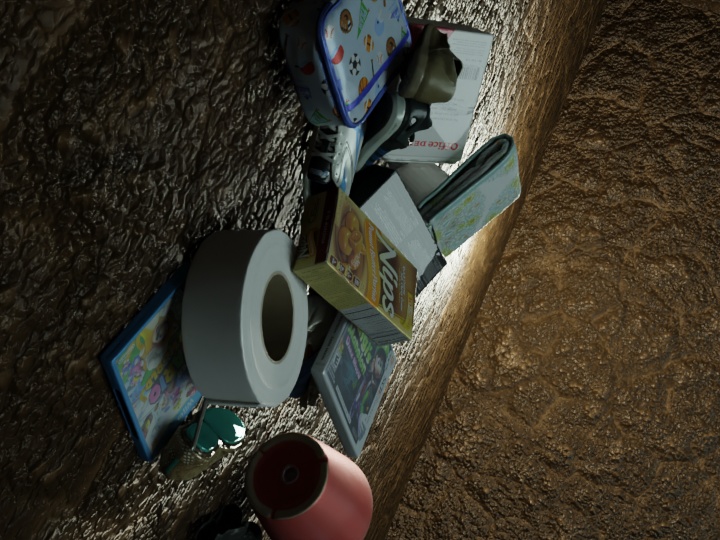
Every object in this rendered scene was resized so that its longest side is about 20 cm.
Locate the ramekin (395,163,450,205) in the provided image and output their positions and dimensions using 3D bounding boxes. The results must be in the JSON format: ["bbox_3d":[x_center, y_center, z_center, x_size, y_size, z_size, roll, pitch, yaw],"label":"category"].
[{"bbox_3d":[0.092,-0.093,1.303,0.200,0.098,0.201,-31,153,-18],"label":"ramekin"}]

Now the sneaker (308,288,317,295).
[{"bbox_3d":[-0.053,0.046,1.183,0.081,0.074,0.201,-31,137,-58],"label":"sneaker"}]

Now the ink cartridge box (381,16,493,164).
[{"bbox_3d":[0.098,-0.269,1.139,0.145,0.085,0.201,-1,117,-26],"label":"ink cartridge box"}]

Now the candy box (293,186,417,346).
[{"bbox_3d":[0.000,0.000,0.973,0.200,0.055,0.116,43,43,-41],"label":"candy box"}]

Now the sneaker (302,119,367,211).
[{"bbox_3d":[-0.038,-0.158,0.986,0.073,0.072,0.201,-54,157,-56],"label":"sneaker"}]

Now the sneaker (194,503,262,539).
[{"bbox_3d":[-0.197,0.406,1.173,0.200,0.060,0.104,-9,123,-67],"label":"sneaker"}]

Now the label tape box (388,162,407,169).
[{"bbox_3d":[0.104,-0.240,1.338,0.144,0.063,0.200,-62,161,-21],"label":"label tape box"}]

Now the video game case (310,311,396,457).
[{"bbox_3d":[-0.003,0.131,1.060,0.200,0.023,0.182,72,32,-42],"label":"video game case"}]

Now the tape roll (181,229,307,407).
[{"bbox_3d":[-0.125,0.054,0.862,0.202,0.071,0.203,0,90,-75],"label":"tape roll"}]

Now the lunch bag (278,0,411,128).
[{"bbox_3d":[-0.008,-0.266,0.878,0.200,0.075,0.161,-57,140,-36],"label":"lunch bag"}]

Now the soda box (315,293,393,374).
[{"bbox_3d":[-0.012,0.107,1.168,0.063,0.071,0.200,-43,140,-21],"label":"soda box"}]

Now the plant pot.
[{"bbox_3d":[-0.093,0.365,1.251,0.201,0.200,0.177,-61,151,-24],"label":"plant pot"}]

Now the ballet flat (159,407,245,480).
[{"bbox_3d":[-0.200,0.216,0.943,0.065,0.071,0.200,-45,171,2],"label":"ballet flat"}]

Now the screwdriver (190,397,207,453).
[{"bbox_3d":[-0.169,0.116,0.887,0.029,0.028,0.201,39,51,-51],"label":"screwdriver"}]

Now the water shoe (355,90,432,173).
[{"bbox_3d":[0.033,-0.178,1.035,0.200,0.079,0.072,154,-61,-67],"label":"water shoe"}]

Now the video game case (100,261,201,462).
[{"bbox_3d":[-0.215,0.106,0.842,0.143,0.018,0.200,-56,159,-38],"label":"video game case"}]

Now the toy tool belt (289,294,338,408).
[{"bbox_3d":[-0.091,0.130,1.049,0.200,0.124,0.123,99,-1,-51],"label":"toy tool belt"}]

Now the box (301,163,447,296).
[{"bbox_3d":[0.025,-0.037,1.122,0.141,0.079,0.200,-47,130,-17],"label":"box"}]

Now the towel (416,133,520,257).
[{"bbox_3d":[0.174,-0.113,1.223,0.200,0.048,0.171,-39,156,-3],"label":"towel"}]

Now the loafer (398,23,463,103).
[{"bbox_3d":[0.092,-0.257,0.973,0.076,0.067,0.200,-58,-172,34],"label":"loafer"}]
